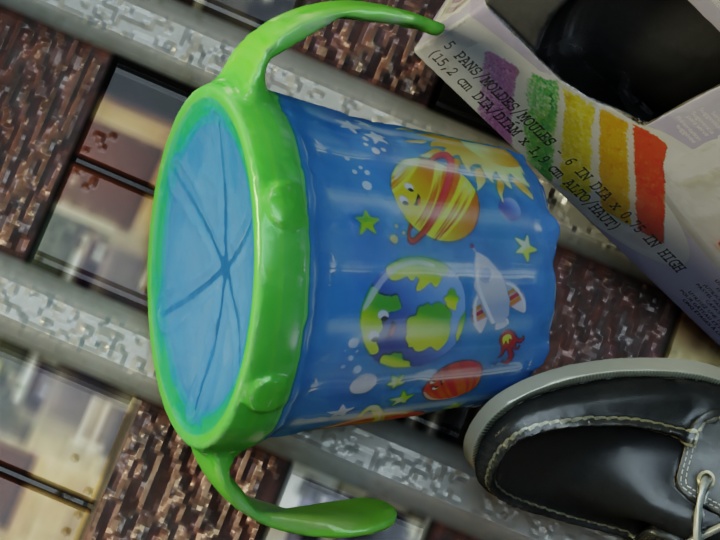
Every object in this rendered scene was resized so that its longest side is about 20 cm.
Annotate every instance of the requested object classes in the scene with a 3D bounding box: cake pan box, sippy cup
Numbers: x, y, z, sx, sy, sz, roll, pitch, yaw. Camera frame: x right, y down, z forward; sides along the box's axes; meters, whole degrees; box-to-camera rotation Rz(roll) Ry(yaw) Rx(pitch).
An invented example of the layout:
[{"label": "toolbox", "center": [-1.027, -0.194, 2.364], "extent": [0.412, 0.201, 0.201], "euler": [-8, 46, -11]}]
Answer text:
[{"label": "cake pan box", "center": [0.140, -0.066, 1.048], "extent": [0.200, 0.184, 0.052], "euler": [44, 54, -15]}, {"label": "sippy cup", "center": [0.000, 0.000, 1.066], "extent": [0.129, 0.178, 0.140], "euler": [1, 46, -21]}]

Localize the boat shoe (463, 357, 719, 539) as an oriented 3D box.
[{"label": "boat shoe", "center": [0.136, 0.083, 1.071], "extent": [0.199, 0.072, 0.068], "euler": [12, 33, -18]}]
